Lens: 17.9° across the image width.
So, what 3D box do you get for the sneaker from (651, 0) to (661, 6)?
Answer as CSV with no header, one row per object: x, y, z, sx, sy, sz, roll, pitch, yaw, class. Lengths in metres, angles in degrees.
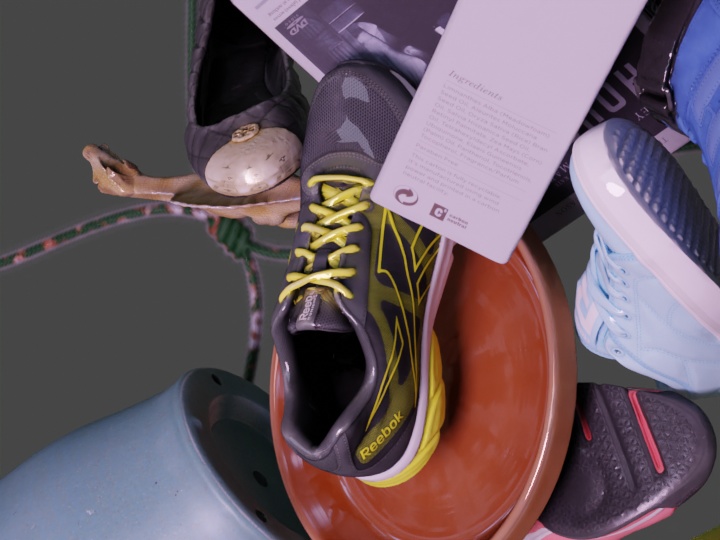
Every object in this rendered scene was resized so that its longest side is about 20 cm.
0.139,-0.165,1.018,0.199,0.070,0.100,21,127,-6,sneaker

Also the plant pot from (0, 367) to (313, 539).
-0.106,0.159,1.207,0.188,0.200,0.200,-42,73,19,plant pot

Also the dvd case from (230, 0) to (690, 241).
0.059,-0.108,1.080,0.200,0.025,0.150,42,125,-19,dvd case

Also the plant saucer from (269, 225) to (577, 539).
0.031,0.055,1.108,0.200,0.032,0.202,-9,77,47,plant saucer

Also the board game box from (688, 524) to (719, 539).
0.149,0.220,1.085,0.047,0.101,0.201,28,111,27,board game box

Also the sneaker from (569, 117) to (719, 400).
0.126,0.009,1.014,0.082,0.200,0.074,-26,49,17,sneaker

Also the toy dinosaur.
-0.048,-0.041,1.181,0.199,0.101,0.059,2,100,31,toy dinosaur

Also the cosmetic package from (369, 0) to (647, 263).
0.078,-0.110,0.975,0.071,0.102,0.200,26,136,1,cosmetic package

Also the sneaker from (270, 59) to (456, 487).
0.000,0.000,1.053,0.074,0.085,0.201,-6,85,27,sneaker

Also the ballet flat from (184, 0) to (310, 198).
-0.063,-0.100,1.146,0.066,0.200,0.057,-16,126,4,ballet flat

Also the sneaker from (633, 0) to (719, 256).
0.165,-0.048,0.951,0.111,0.076,0.201,10,100,57,sneaker

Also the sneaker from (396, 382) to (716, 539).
0.104,0.106,1.108,0.200,0.086,0.074,-30,65,41,sneaker
